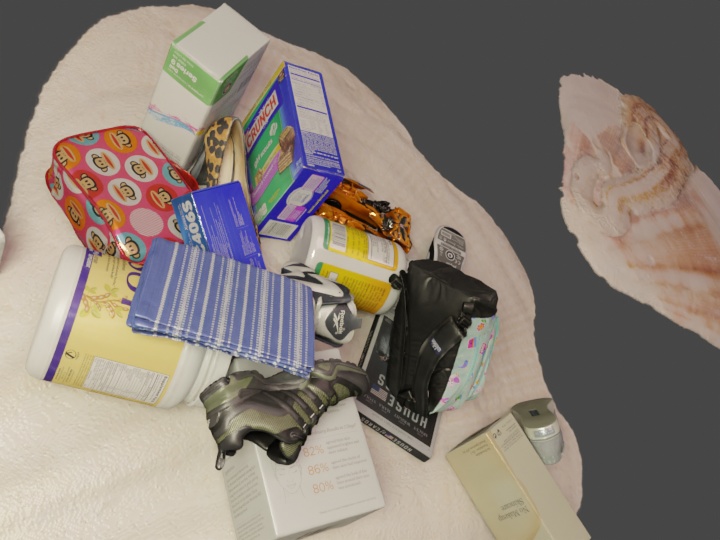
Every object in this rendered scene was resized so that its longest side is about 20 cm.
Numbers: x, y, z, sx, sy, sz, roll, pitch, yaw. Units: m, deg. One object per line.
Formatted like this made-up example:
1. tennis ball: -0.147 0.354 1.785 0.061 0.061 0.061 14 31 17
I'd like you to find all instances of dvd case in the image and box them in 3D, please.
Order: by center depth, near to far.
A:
1. dvd case: 0.064 0.163 1.015 0.149 0.025 0.202 34 45 -12

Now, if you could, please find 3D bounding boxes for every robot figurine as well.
1. robot figurine: 0.008 -0.083 1.120 0.197 0.058 0.147 23 50 -22

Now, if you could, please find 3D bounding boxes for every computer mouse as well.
1. computer mouse: 0.143 0.012 1.171 0.108 0.044 0.203 25 53 -14

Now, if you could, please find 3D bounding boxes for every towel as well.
1. towel: -0.143 0.038 0.730 0.196 0.024 0.146 19 35 -19

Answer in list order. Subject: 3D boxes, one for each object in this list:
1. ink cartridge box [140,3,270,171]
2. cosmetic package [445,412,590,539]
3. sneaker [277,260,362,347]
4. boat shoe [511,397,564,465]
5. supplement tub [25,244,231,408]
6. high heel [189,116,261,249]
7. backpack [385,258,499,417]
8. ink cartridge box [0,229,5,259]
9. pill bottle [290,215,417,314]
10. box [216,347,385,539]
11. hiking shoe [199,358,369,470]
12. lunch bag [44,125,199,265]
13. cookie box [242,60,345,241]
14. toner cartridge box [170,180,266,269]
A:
1. ink cartridge box: -0.228 -0.253 0.963 0.087 0.200 0.146 34 46 -6
2. cosmetic package: 0.223 0.322 0.966 0.072 0.104 0.202 -20 72 -42
3. sneaker: -0.065 0.057 0.835 0.127 0.081 0.199 16 17 10
4. boat shoe: 0.277 0.250 1.048 0.201 0.069 0.073 -14 91 -80
5. supplement tub: -0.252 0.070 0.754 0.197 0.145 0.148 19 50 -25
6. high heel: -0.170 -0.106 0.941 0.071 0.143 0.202 -18 72 -43
7. backpack: 0.113 0.103 0.939 0.124 0.204 0.166 -1 21 -33
8. ink cartridge box: -0.497 -0.029 0.682 0.145 0.085 0.199 50 43 5
9. pill bottle: 0.000 0.000 1.006 0.196 0.113 0.115 17 51 -19
10. box: -0.082 0.212 0.810 0.150 0.106 0.203 0 61 -36
11. hiking shoe: -0.075 0.158 0.736 0.196 0.076 0.103 -5 72 -28
12. lunch bag: -0.292 -0.095 0.885 0.175 0.082 0.201 -29 80 -45
13. cookie box: -0.112 -0.178 1.018 0.074 0.171 0.204 9 54 -35
14. toner cartridge box: -0.171 -0.007 0.875 0.095 0.042 0.204 -26 102 -55
